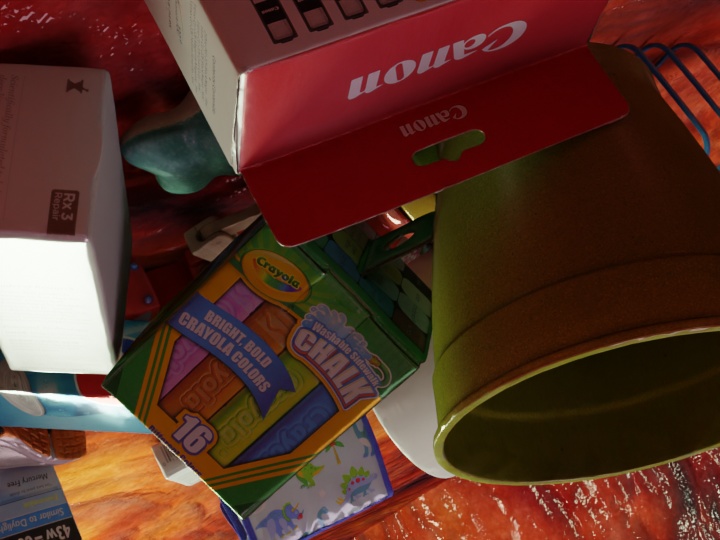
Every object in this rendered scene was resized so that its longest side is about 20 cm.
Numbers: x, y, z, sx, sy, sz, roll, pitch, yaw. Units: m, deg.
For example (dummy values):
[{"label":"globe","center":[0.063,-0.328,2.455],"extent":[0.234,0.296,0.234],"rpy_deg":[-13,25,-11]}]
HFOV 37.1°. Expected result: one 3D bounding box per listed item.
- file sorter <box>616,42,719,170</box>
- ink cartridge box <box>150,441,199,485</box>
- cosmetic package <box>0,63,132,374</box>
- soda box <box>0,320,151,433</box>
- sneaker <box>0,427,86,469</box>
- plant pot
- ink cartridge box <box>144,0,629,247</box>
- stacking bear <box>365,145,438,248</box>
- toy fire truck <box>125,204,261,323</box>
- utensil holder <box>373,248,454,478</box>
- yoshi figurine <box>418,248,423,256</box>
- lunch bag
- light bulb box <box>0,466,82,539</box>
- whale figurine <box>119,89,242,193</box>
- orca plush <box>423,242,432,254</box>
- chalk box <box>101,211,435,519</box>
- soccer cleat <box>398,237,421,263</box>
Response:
[{"label":"file sorter","center":[0.222,-0.111,0.905],"extent":[0.200,0.139,0.123],"rpy_deg":[-12,151,-41]},{"label":"ink cartridge box","center":[-0.165,0.211,1.352],"extent":[0.162,0.050,0.200],"rpy_deg":[-27,170,-6]},{"label":"cosmetic package","center":[-0.173,-0.019,0.606],"extent":[0.074,0.102,0.200],"rpy_deg":[2,154,-6]},{"label":"soda box","center":[-0.180,0.079,0.796],"extent":[0.199,0.064,0.068],"rpy_deg":[3,148,-8]},{"label":"sneaker","center":[-0.319,0.137,0.896],"extent":[0.092,0.076,0.200],"rpy_deg":[-28,155,23]},{"label":"plant pot","center":[0.121,-0.010,0.579],"extent":[0.200,0.194,0.201],"rpy_deg":[-7,152,-4]},{"label":"ink cartridge box","center":[0.016,-0.130,0.491],"extent":[0.199,0.176,0.084],"rpy_deg":[-23,160,-17]},{"label":"stacking bear","center":[0.042,-0.070,0.731],"extent":[0.200,0.122,0.114],"rpy_deg":[-34,130,14]},{"label":"toy fire truck","center":[-0.105,-0.012,0.825],"extent":[0.199,0.049,0.141],"rpy_deg":[-18,158,-26]},{"label":"utensil holder","center":[0.116,0.040,0.778],"extent":[0.200,0.170,0.170],"rpy_deg":[-30,163,24]},{"label":"yoshi figurine","center":[0.047,0.005,0.986],"extent":[0.199,0.112,0.113],"rpy_deg":[-10,134,-19]},{"label":"lunch bag","center":[-0.080,0.187,1.148],"extent":[0.170,0.200,0.128],"rpy_deg":[-22,160,-20]},{"label":"light bulb box","center":[-0.356,0.252,0.921],"extent":[0.198,0.200,0.125],"rpy_deg":[-12,156,-42]},{"label":"whale figurine","center":[-0.037,-0.091,0.631],"extent":[0.200,0.104,0.159],"rpy_deg":[-28,162,4]},{"label":"orca plush","center":[0.125,-0.024,0.930],"extent":[0.200,0.105,0.071],"rpy_deg":[-38,142,-49]},{"label":"chalk box","center":[-0.036,0.027,0.662],"extent":[0.200,0.124,0.125],"rpy_deg":[-43,-172,17]},{"label":"soccer cleat","center":[0.000,0.000,0.862],"extent":[0.200,0.070,0.086],"rpy_deg":[-61,179,6]}]
